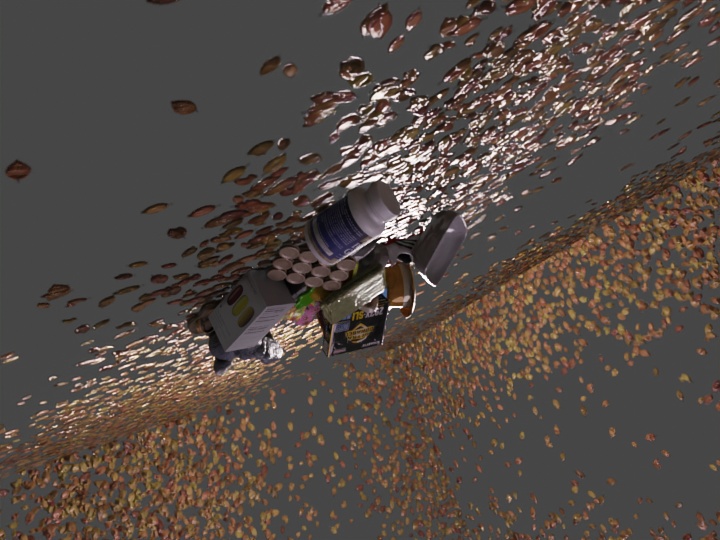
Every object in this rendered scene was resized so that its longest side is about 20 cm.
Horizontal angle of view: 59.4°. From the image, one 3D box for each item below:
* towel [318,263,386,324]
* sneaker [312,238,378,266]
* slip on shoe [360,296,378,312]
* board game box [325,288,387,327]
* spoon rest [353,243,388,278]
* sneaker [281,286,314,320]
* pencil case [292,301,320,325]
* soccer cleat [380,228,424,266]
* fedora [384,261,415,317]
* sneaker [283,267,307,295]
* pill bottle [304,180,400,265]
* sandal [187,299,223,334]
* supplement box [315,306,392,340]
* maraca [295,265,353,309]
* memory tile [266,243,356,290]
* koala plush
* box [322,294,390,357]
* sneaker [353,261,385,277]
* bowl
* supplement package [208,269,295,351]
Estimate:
[{"bbox_3d":[-0.017,0.063,1.688,0.198,0.037,0.149,-34,156,-8],"label":"towel"},{"bbox_3d":[-0.043,-0.057,1.567,0.196,0.068,0.091,-18,168,-12],"label":"sneaker"},{"bbox_3d":[-0.036,0.058,1.845,0.076,0.197,0.062,-35,142,-50],"label":"slip on shoe"},{"bbox_3d":[-0.013,0.136,1.938,0.196,0.040,0.156,-18,128,-25],"label":"board game box"},{"bbox_3d":[0.000,0.000,1.773,0.198,0.101,0.060,-35,139,18],"label":"spoon rest"},{"bbox_3d":[-0.202,0.112,1.769,0.198,0.092,0.078,-34,-154,-26],"label":"sneaker"},{"bbox_3d":[-0.153,0.105,1.971,0.083,0.086,0.200,-52,-173,-38],"label":"pencil case"},{"bbox_3d":[0.145,-0.063,1.817,0.197,0.087,0.069,-13,164,-36],"label":"soccer cleat"},{"bbox_3d":[0.111,0.050,1.977,0.080,0.205,0.201,-6,163,-14],"label":"fedora"},{"bbox_3d":[-0.202,0.038,1.681,0.198,0.075,0.088,-27,179,35],"label":"sneaker"},{"bbox_3d":[-0.015,-0.104,1.339,0.198,0.113,0.110,-31,164,28],"label":"pill bottle"},{"bbox_3d":[-0.414,0.138,1.712,0.079,0.055,0.200,-13,162,-38],"label":"sandal"},{"bbox_3d":[-0.029,0.114,2.095,0.196,0.135,0.197,-16,165,-26],"label":"supplement box"},{"bbox_3d":[-0.099,0.035,1.698,0.199,0.107,0.137,-39,164,-6],"label":"maraca"},{"bbox_3d":[-0.120,-0.007,1.544,0.196,0.017,0.154,12,144,-20],"label":"memory tile"},{"bbox_3d":[-0.355,0.200,1.809,0.196,0.182,0.183,-15,176,17],"label":"koala plush"},{"bbox_3d":[-0.013,0.165,1.895,0.196,0.049,0.163,-9,122,-31],"label":"box"},{"bbox_3d":[0.011,0.006,1.875,0.197,0.078,0.075,-5,160,-46],"label":"sneaker"},{"bbox_3d":[0.218,-0.070,1.787,0.202,0.074,0.200,-59,156,-3],"label":"bowl"},{"bbox_3d":[-0.279,0.100,1.613,0.200,0.115,0.109,-45,157,29],"label":"supplement package"}]
